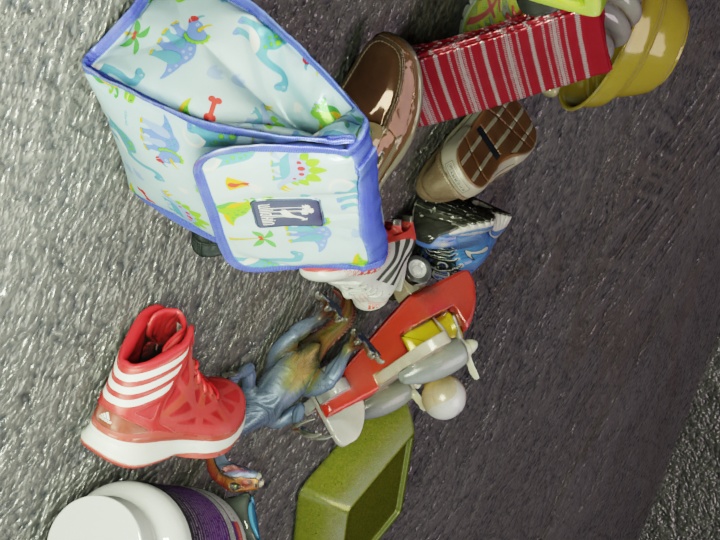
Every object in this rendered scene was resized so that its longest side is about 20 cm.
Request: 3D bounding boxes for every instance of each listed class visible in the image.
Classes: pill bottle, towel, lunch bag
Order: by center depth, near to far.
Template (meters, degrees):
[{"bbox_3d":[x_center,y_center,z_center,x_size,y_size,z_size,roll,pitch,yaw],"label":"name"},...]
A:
[{"bbox_3d":[-0.072,-0.087,1.365,0.128,0.199,0.170,-56,160,-20],"label":"lunch bag"},{"bbox_3d":[-0.175,0.228,1.634,0.112,0.111,0.200,-63,161,0],"label":"pill bottle"},{"bbox_3d":[0.130,-0.189,1.828,0.145,0.199,0.023,60,16,-67],"label":"towel"}]

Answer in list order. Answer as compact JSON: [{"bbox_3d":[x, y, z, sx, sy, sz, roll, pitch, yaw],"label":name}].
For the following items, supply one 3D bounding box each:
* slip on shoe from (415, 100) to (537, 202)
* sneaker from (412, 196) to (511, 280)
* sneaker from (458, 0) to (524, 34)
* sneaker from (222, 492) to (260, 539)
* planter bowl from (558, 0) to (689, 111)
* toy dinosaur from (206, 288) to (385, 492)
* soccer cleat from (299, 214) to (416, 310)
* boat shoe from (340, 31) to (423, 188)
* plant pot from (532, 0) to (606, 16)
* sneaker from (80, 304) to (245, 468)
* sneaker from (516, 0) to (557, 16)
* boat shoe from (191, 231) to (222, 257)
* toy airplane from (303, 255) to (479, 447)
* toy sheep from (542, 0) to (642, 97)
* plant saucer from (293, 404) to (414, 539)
[{"bbox_3d":[0.117,-0.119,2.028,0.060,0.076,0.200,-28,-168,33],"label":"slip on shoe"},{"bbox_3d":[0.097,-0.027,2.059,0.200,0.078,0.090,0,113,-69],"label":"sneaker"},{"bbox_3d":[0.149,-0.238,1.849,0.091,0.078,0.201,-93,-153,-54],"label":"sneaker"},{"bbox_3d":[-0.136,0.241,1.836,0.200,0.081,0.074,101,-21,-72],"label":"sneaker"},{"bbox_3d":[0.288,-0.248,2.114,0.200,0.083,0.201,-160,-90,-75],"label":"planter bowl"},{"bbox_3d":[-0.065,0.118,1.827,0.182,0.105,0.200,-45,176,10],"label":"toy dinosaur"},{"bbox_3d":[0.000,0.000,1.851,0.200,0.068,0.086,-29,124,-66],"label":"soccer cleat"},{"bbox_3d":[-0.006,-0.104,1.705,0.072,0.075,0.201,-16,128,-62],"label":"boat shoe"},{"bbox_3d":[0.122,-0.341,1.557,0.199,0.199,0.182,62,49,-67],"label":"plant pot"},{"bbox_3d":[-0.136,0.086,1.608,0.200,0.078,0.116,-19,134,-65],"label":"sneaker"},{"bbox_3d":[0.138,-0.295,1.735,0.060,0.200,0.105,-18,133,2],"label":"sneaker"},{"bbox_3d":[-0.064,-0.055,1.603,0.199,0.074,0.066,-28,138,-52],"label":"boat shoe"},{"bbox_3d":[0.040,0.101,1.972,0.199,0.141,0.200,-47,-176,20],"label":"toy airplane"},{"bbox_3d":[0.214,-0.266,1.981,0.201,0.137,0.138,-65,161,-6],"label":"toy sheep"},{"bbox_3d":[-0.002,0.253,2.206,0.200,0.048,0.200,-46,154,-40],"label":"plant saucer"}]
